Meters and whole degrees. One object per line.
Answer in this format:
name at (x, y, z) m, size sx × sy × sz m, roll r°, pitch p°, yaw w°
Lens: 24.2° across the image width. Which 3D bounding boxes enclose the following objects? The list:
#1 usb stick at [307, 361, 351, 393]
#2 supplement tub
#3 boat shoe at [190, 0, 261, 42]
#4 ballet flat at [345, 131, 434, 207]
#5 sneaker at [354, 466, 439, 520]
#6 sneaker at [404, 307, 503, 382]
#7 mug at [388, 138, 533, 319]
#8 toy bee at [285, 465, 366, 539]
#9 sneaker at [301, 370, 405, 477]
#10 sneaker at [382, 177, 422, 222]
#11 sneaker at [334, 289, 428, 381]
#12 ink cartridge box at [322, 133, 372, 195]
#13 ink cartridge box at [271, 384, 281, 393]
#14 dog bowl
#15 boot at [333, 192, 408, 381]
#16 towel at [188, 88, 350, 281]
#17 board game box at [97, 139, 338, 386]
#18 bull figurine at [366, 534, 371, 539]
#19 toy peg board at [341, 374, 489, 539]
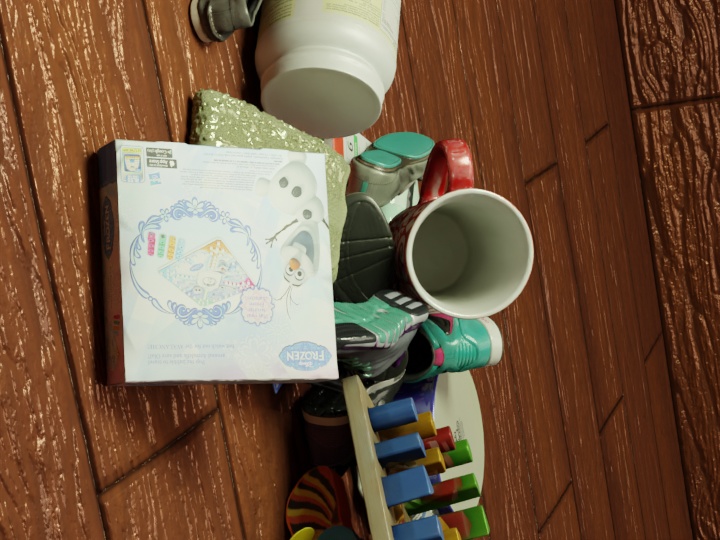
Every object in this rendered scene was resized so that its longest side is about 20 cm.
usb stick at (-0.051, 0.084, 1.632) m, size 0.200 × 0.033 × 0.055 m, roll 27°, pitch 52°, yaw -69°
supplement tub at (-0.032, -0.251, 1.726) m, size 0.145 × 0.145 × 0.200 m, roll 55°, pitch 34°, yaw -53°
boat shoe at (-0.110, -0.286, 1.656) m, size 0.200 × 0.057 × 0.067 m, roll -71°, pitch 148°, yaw -50°
ballet flat at (0.029, -0.108, 1.850) m, size 0.200 × 0.067 × 0.064 m, roll -35°, pitch 143°, yaw -67°
sneaker at (0.033, 0.258, 1.872) m, size 0.077 × 0.076 × 0.200 m, roll -41°, pitch 113°, yaw -58°
sneaker at (0.059, 0.076, 1.929) m, size 0.121 × 0.200 × 0.084 m, roll -7°, pitch 102°, yaw -31°
mug at (0.102, -0.038, 1.801) m, size 0.178 × 0.133 × 0.200 m, roll -66°, pitch -170°, yaw -4°
toy bee at (-0.038, 0.295, 1.642) m, size 0.131 × 0.109 × 0.200 m, roll 55°, pitch 9°, yaw -38°
sneaker at (-0.011, 0.158, 1.795) m, size 0.200 × 0.076 × 0.088 m, roll -33°, pitch 127°, yaw -61°
sneaker at (0.069, -0.065, 2.041) m, size 0.200 × 0.074 × 0.118 m, roll 21°, pitch 71°, yaw -65°
sneaker at (0.001, 0.078, 1.643) m, size 0.200 × 0.074 × 0.088 m, roll -11°, pitch 124°, yaw -59°
ink cartridge box at (-0.037, -0.107, 1.809) m, size 0.200 × 0.050 × 0.109 m, roll 33°, pitch 54°, yaw -66°
ink cartridge box at (-0.083, 0.022, 1.660) m, size 0.200 × 0.042 × 0.119 m, roll -65°, pitch 146°, yaw -59°
dog bowl at (0.082, 0.199, 1.996) m, size 0.200 × 0.079 × 0.200 m, roll -7°, pitch 90°, yaw -70°
boot at (-0.001, 0.001, 1.792) m, size 0.154 × 0.073 × 0.204 m, roll -112°, pitch -170°, yaw -72°
towel at (-0.086, -0.081, 1.600) m, size 0.200 × 0.036 × 0.148 m, roll 24°, pitch 58°, yaw -41°
board game box at (-0.118, -0.004, 1.411) m, size 0.200 × 0.043 × 0.199 m, roll 2°, pitch 79°, yaw -31°
bull figurine at (0.059, 0.365, 1.803) m, size 0.200 × 0.065 × 0.121 m, roll 55°, pitch -13°, yaw 51°
toy peg board at (0.065, 0.222, 1.670) m, size 0.199 × 0.098 × 0.200 m, roll 66°, pitch 10°, yaw -58°
